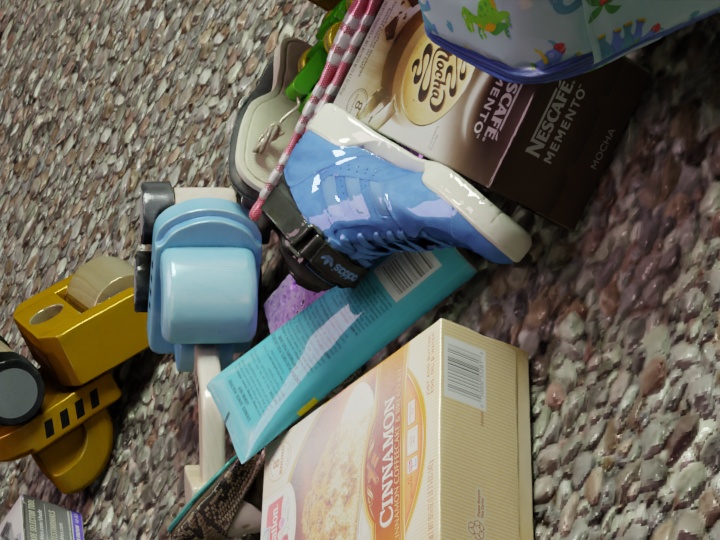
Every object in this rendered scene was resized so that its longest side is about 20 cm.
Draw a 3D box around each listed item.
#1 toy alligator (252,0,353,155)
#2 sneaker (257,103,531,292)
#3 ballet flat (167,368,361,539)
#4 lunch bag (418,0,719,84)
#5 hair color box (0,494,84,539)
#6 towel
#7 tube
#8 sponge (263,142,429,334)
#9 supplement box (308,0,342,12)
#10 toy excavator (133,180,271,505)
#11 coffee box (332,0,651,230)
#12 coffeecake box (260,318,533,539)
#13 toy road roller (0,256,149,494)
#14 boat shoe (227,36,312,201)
[{"bbox_3d":[-0.016,-0.149,1.612,0.059,0.054,0.200,-35,24,58],"label":"toy alligator"},{"bbox_3d":[0.014,-0.021,1.362,0.200,0.077,0.111,33,87,39],"label":"sneaker"},{"bbox_3d":[-0.062,0.133,1.499,0.200,0.075,0.068,-58,-12,20],"label":"ballet flat"},{"bbox_3d":[0.136,-0.185,1.257,0.199,0.083,0.161,-27,29,-19],"label":"lunch bag"},{"bbox_3d":[-0.303,0.299,1.811,0.200,0.065,0.110,-55,29,27],"label":"hair color box"},{"bbox_3d":[-0.007,-0.126,1.529,0.201,0.030,0.146,-64,-15,15],"label":"towel"},{"bbox_3d":[-0.015,0.041,1.425,0.200,0.050,0.078,-38,40,7],"label":"tube"},{"bbox_3d":[0.000,0.000,1.528,0.200,0.030,0.112,-50,32,29],"label":"sponge"},{"bbox_3d":[-0.051,-0.248,1.628,0.069,0.200,0.067,27,93,24],"label":"supplement box"},{"bbox_3d":[-0.116,0.054,1.600,0.200,0.099,0.195,-102,16,-55],"label":"toy excavator"},{"bbox_3d":[0.080,-0.116,1.388,0.200,0.080,0.113,31,96,54],"label":"coffee box"},{"bbox_3d":[0.019,0.147,1.339,0.200,0.073,0.154,-39,40,44],"label":"coffeecake box"},{"bbox_3d":[-0.243,0.095,1.828,0.200,0.146,0.123,-33,23,-15],"label":"toy road roller"},{"bbox_3d":[-0.066,-0.104,1.651,0.068,0.072,0.200,-47,15,31],"label":"boat shoe"}]
